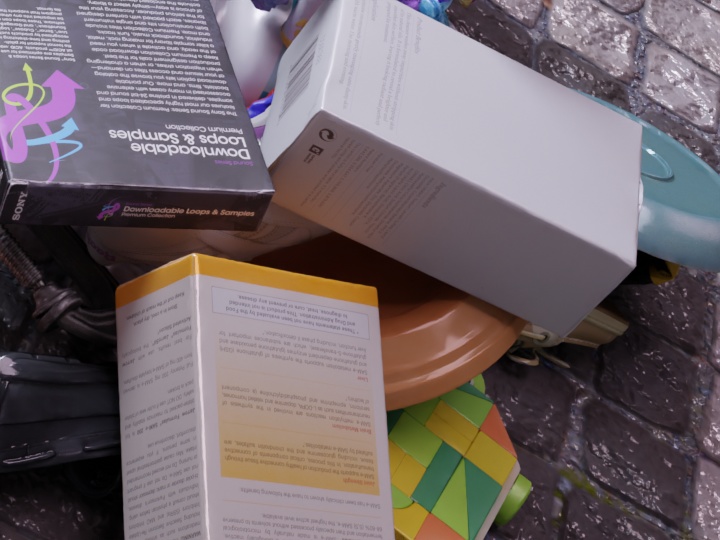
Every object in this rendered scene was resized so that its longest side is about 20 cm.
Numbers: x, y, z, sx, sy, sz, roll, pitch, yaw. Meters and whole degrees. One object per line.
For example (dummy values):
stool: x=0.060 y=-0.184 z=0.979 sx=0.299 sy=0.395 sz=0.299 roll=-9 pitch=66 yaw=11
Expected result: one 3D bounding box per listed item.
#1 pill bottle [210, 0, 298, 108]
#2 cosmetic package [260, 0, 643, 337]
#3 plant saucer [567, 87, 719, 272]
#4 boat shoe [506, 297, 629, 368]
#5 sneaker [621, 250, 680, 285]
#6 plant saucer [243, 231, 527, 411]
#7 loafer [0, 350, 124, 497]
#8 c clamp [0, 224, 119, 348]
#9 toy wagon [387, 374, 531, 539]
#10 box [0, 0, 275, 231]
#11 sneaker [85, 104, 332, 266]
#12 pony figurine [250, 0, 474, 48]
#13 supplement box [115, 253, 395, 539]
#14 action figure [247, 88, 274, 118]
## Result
pill bottle: x=-0.034 y=-0.118 z=1.497 sx=0.199 sy=0.111 sz=0.111 roll=21 pitch=41 yaw=-21
cosmetic package: x=0.052 y=-0.060 z=1.317 sx=0.199 sy=0.081 sz=0.113 roll=27 pitch=45 yaw=-17
plant saucer: x=0.163 y=-0.066 z=1.525 sx=0.199 sy=0.028 sz=0.200 roll=25 pitch=21 yaw=-10
boat shoe: x=0.076 y=0.016 z=1.502 sx=0.199 sy=0.063 sz=0.073 roll=19 pitch=16 yaw=-27
sneaker: x=0.179 y=-0.020 z=1.576 sx=0.090 sy=0.070 sz=0.200 roll=43 pitch=23 yaw=26
plant saucer: x=0.000 y=0.000 z=1.378 sx=0.199 sy=0.038 sz=0.201 roll=-5 pitch=41 yaw=4
loafer: x=-0.133 y=0.082 z=1.261 sx=0.200 sy=0.068 sz=0.071 roll=9 pitch=87 yaw=-46
c clamp: x=-0.195 y=-0.029 z=1.278 sx=0.200 sy=0.027 sz=0.171 roll=47 pitch=9 yaw=1
toy wagon: x=0.028 y=0.093 z=1.392 sx=0.155 sy=0.040 sz=0.200 roll=38 pitch=38 yaw=-1
box: x=-0.138 y=-0.103 z=1.273 sx=0.142 sy=0.036 sz=0.201 roll=2 pitch=45 yaw=-24
sneaker: x=-0.064 y=-0.043 z=1.351 sx=0.199 sy=0.100 sz=0.075 roll=-4 pitch=56 yaw=-33
pony figurine: x=0.013 y=-0.196 z=1.367 sx=0.193 sy=0.200 sz=0.167 roll=37 pitch=55 yaw=-10
supplement box: x=-0.052 y=0.103 z=1.225 sx=0.126 sy=0.073 sz=0.201 roll=12 pitch=67 yaw=-40
action figure: x=-0.073 y=-0.066 z=1.405 sx=0.199 sy=0.052 sz=0.065 roll=-23 pitch=41 yaw=-18
